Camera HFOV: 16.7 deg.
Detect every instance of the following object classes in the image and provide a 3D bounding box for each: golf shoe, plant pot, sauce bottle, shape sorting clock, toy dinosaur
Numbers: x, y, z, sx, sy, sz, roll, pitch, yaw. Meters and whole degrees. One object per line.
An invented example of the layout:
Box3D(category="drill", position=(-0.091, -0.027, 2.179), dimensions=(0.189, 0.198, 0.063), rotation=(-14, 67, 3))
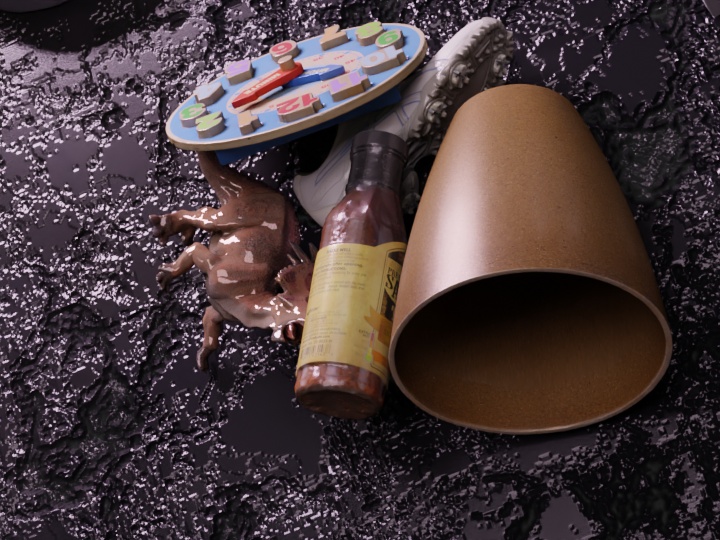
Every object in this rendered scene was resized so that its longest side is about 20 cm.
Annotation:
Box3D(category="golf shoe", position=(0.026, -0.113, 1.782), dimensions=(0.097, 0.078, 0.200), rotation=(34, 82, 35))
Box3D(category="plant pot", position=(0.109, -0.023, 1.666), dimensions=(0.186, 0.187, 0.200), rotation=(-13, 51, 15))
Box3D(category="sauce bottle", position=(0.000, 0.000, 1.672), dimensions=(0.066, 0.066, 0.201), rotation=(1, 66, 21))
Box3D(category="shape sorting clock", position=(-0.048, -0.136, 1.776), dimensions=(0.199, 0.039, 0.200), rotation=(-17, 25, 8))
Box3D(category="toy dinosaur", position=(-0.072, -0.012, 1.772), dimensions=(0.135, 0.086, 0.201), rotation=(-16, 60, 14))

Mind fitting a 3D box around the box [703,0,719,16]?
Box3D(category="box", position=(0.298, -0.295, 1.740), dimensions=(0.200, 0.097, 0.125), rotation=(-31, 61, 6))

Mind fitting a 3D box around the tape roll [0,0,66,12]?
Box3D(category="tape roll", position=(-0.269, -0.311, 1.978), dimensions=(0.200, 0.066, 0.201), rotation=(-7, 67, 17))
